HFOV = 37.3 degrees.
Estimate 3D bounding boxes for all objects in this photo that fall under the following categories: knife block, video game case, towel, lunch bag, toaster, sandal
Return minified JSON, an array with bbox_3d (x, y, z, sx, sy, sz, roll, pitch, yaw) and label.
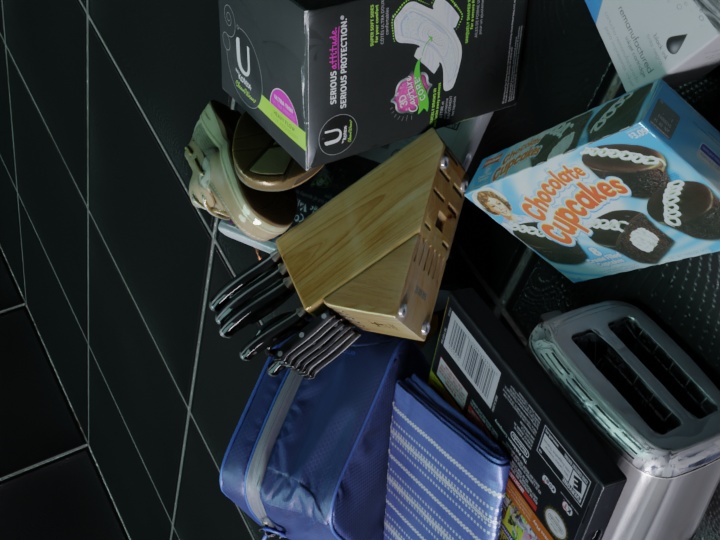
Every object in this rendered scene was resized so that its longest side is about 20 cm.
[{"bbox_3d":[-0.022,-0.013,0.833,0.173,0.064,0.204,10,76,28],"label":"knife block"},{"bbox_3d":[0.105,0.146,0.786,0.201,0.025,0.183,54,144,43],"label":"video game case"},{"bbox_3d":[-0.007,-0.085,0.904,0.197,0.184,0.023,21,171,31],"label":"video game case"},{"bbox_3d":[0.063,0.199,0.831,0.144,0.023,0.204,35,127,53],"label":"towel"},{"bbox_3d":[-0.033,0.144,0.910,0.130,0.202,0.136,13,154,28],"label":"lunch bag"},{"bbox_3d":[0.184,0.119,0.767,0.201,0.112,0.131,54,147,39],"label":"toaster"},{"bbox_3d":[-0.057,-0.116,0.868,0.202,0.079,0.055,-87,0,-54],"label":"sandal"}]

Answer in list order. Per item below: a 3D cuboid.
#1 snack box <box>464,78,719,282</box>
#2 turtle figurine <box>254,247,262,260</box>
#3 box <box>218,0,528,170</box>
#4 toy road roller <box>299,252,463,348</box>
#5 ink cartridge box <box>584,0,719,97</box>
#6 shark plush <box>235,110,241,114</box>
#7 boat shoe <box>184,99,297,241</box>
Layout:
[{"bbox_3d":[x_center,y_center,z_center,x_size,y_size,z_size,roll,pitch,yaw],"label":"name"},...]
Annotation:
[{"bbox_3d":[0.166,-0.050,0.708,0.115,0.037,0.199,36,159,-15],"label":"snack box"},{"bbox_3d":[-0.039,-0.033,1.112,0.063,0.202,0.163,-10,125,25],"label":"turtle figurine"},{"bbox_3d":[0.007,-0.186,0.813,0.148,0.197,0.126,43,143,42],"label":"box"},{"bbox_3d":[0.000,0.000,0.985,0.201,0.143,0.125,117,148,-59],"label":"toy road roller"},{"bbox_3d":[0.203,-0.193,0.578,0.118,0.066,0.200,67,154,9],"label":"ink cartridge box"},{"bbox_3d":[-0.101,-0.166,1.167,0.091,0.082,0.203,44,143,43],"label":"shark plush"},{"bbox_3d":[-0.106,-0.072,0.883,0.065,0.072,0.201,-50,35,14],"label":"boat shoe"}]
